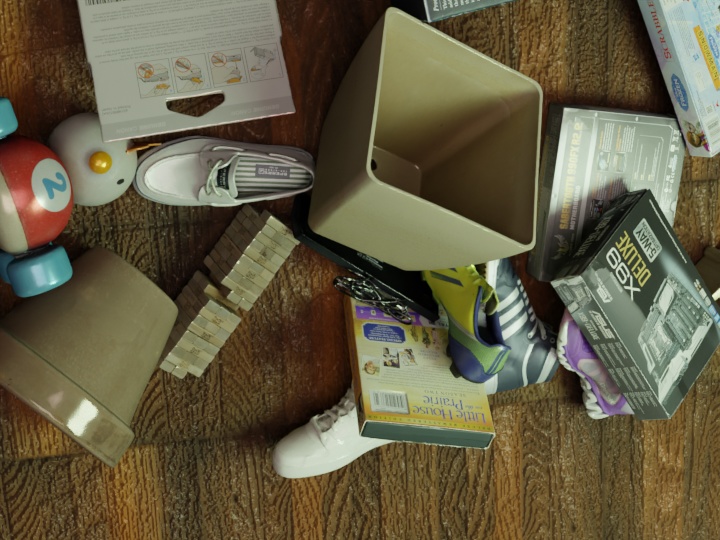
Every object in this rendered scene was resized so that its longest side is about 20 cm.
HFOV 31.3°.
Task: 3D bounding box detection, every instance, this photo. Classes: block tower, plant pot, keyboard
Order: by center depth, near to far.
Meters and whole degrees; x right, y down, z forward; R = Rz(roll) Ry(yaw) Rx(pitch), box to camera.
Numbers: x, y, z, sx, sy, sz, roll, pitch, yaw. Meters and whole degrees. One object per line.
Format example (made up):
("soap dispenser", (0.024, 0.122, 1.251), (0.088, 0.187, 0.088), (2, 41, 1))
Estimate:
("plant pot", (0.051, -0.109, 1.318), (0.198, 0.177, 0.202), (22, 58, -26))
("plant pot", (-0.282, 0.076, 1.328), (0.200, 0.200, 0.175), (42, 76, -18))
("block tower", (-0.150, 0.022, 1.393), (0.054, 0.058, 0.201), (34, 97, -41))
("keyboard", (0.000, 0.000, 1.408), (0.199, 0.105, 0.040), (31, 124, -21))

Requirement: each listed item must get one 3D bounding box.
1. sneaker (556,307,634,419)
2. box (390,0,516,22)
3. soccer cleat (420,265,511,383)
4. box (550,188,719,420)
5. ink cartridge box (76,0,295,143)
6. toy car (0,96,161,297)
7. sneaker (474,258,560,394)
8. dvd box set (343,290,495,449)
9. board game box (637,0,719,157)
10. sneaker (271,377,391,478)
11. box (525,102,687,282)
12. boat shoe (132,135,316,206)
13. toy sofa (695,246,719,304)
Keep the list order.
("sneaker", (0.286, 0.102, 1.461), (0.081, 0.088, 0.201), (-61, 139, -26))
("box", (0.133, -0.333, 1.324), (0.198, 0.148, 0.108), (-15, 106, -8))
("soccer cleat", (0.119, 0.027, 1.397), (0.064, 0.202, 0.084), (13, 137, -33))
("box", (0.311, 0.037, 1.414), (0.158, 0.050, 0.201), (-45, 110, -33))
("ink cartridge box", (-0.177, -0.221, 1.302), (0.198, 0.045, 0.178), (-9, 79, -10))
("toy car", (-0.290, -0.102, 1.289), (0.198, 0.177, 0.186), (-23, 106, -18))
("sneaker", (0.181, 0.043, 1.469), (0.107, 0.070, 0.202), (-4, 109, -9))
("dvd box set", (0.060, 0.102, 1.397), (0.145, 0.201, 0.030), (7, 133, -15))
("board game box", (0.419, -0.262, 1.435), (0.198, 0.041, 0.202), (-30, 109, -20))
("sneaker", (-0.014, 0.150, 1.438), (0.198, 0.074, 0.117), (-21, 129, -16))
("box", (0.282, -0.083, 1.471), (0.156, 0.048, 0.202), (3, 102, -12))
("boat shoe", (-0.142, -0.106, 1.363), (0.198, 0.067, 0.074), (-7, 105, -10))
("toy sofa", (0.479, 0.058, 1.532), (0.097, 0.083, 0.200), (-42, 109, 1))
